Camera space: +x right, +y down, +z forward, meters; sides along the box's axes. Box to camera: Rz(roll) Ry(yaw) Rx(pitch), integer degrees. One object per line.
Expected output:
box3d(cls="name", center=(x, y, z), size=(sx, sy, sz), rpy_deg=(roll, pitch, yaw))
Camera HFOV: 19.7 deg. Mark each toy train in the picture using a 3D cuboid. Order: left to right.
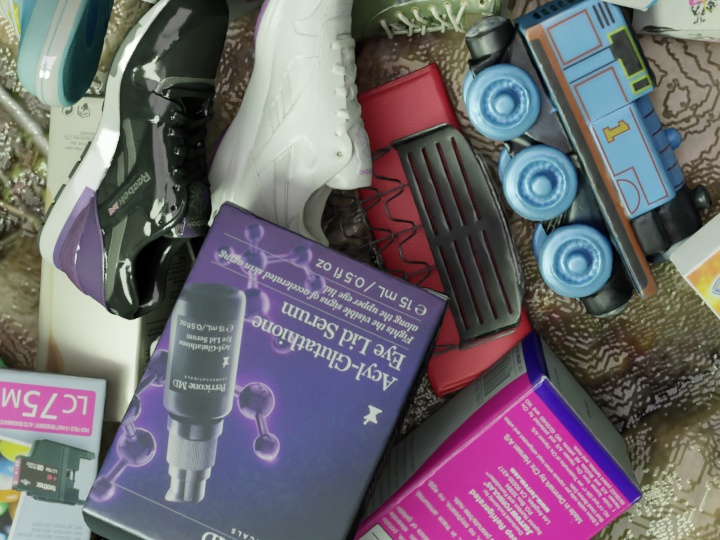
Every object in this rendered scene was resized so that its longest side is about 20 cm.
box3d(cls="toy train", center=(0.138, -0.073, 1.264), size=(0.113, 0.087, 0.201), rpy_deg=(-25, 100, 6))

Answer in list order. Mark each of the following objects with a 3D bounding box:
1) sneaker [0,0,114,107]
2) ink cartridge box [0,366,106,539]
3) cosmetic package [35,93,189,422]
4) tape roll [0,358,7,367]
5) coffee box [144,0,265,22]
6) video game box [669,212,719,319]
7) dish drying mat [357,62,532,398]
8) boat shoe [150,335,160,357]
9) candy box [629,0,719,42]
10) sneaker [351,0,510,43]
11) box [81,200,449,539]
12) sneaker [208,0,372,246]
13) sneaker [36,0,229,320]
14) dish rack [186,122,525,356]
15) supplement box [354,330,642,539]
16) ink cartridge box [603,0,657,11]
box3d(cls="sneaker", center=(-0.220, -0.176, 1.279), size=(0.129, 0.201, 0.080), rpy_deg=(7, 131, -2))
box3d(cls="ink cartridge box", center=(-0.221, 0.158, 1.237), size=(0.118, 0.042, 0.202), rpy_deg=(7, 88, -14))
box3d(cls="cosmetic package", center=(-0.155, -0.010, 1.320), size=(0.070, 0.105, 0.202), rpy_deg=(5, 93, 11))
box3d(cls="tape roll", center=(-0.312, 0.108, 1.313), size=(0.199, 0.201, 0.048), rpy_deg=(29, 137, 6))
box3d(cls="coffee box", center=(-0.066, -0.289, 1.239), size=(0.199, 0.198, 0.201), rpy_deg=(-29, 87, 11))
box3d(cls="video game box", center=(0.318, -0.002, 1.240), size=(0.200, 0.047, 0.182), rpy_deg=(-40, 105, 10))
box3d(cls="dish drying mat", center=(0.048, -0.025, 1.327), size=(0.076, 0.018, 0.202), rpy_deg=(-20, 89, 11))
box3d(cls="boat shoe", center=(-0.104, 0.127, 1.314), size=(0.073, 0.065, 0.202), rpy_deg=(11, 112, 47))
box3d(cls="candy box", center=(0.237, -0.234, 1.204), size=(0.071, 0.167, 0.202), rpy_deg=(3, 95, -26))
box3d(cls="sneaker", center=(0.054, -0.178, 1.290), size=(0.200, 0.067, 0.090), rpy_deg=(-36, 83, 7))
box3d(cls="box", center=(-0.053, 0.086, 1.201), size=(0.147, 0.104, 0.201), rpy_deg=(22, 77, 4))
box3d(cls="sneaker", center=(-0.024, -0.105, 1.248), size=(0.099, 0.075, 0.202), rpy_deg=(24, 108, 14))
box3d(cls="sneaker", center=(-0.108, -0.065, 1.201), size=(0.087, 0.075, 0.201), rpy_deg=(39, 117, 27))
box3d(cls="dish rack", center=(0.000, 0.000, 1.304), size=(0.199, 0.054, 0.155), rpy_deg=(-20, 90, 23))
box3d(cls="supplement box", center=(0.065, 0.149, 1.284), size=(0.200, 0.101, 0.104), rpy_deg=(-39, 100, 10))
box3d(cls="ink cartridge box", center=(0.138, -0.276, 1.183), size=(0.124, 0.128, 0.202), rpy_deg=(7, 63, -26))
